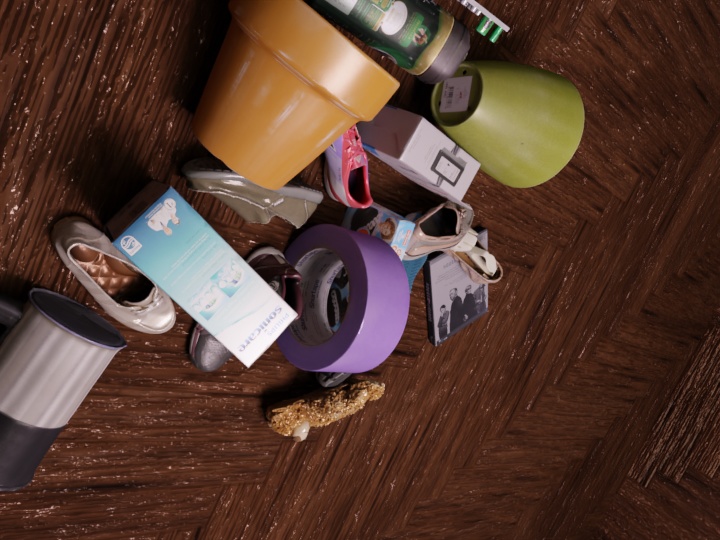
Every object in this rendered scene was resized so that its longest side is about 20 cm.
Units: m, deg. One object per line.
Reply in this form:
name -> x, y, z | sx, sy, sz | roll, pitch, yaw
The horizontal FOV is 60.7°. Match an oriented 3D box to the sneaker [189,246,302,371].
sneaker -> -0.149, 0.069, 0.832 | 0.076, 0.115, 0.200 | 32, 90, -47

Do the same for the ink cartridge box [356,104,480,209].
ink cartridge box -> 0.094, -0.169, 0.915 | 0.200, 0.116, 0.068 | 24, 97, -47

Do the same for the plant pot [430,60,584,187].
plant pot -> 0.201, -0.234, 0.920 | 0.200, 0.187, 0.188 | 6, 109, -44

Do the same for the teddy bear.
teddy bear -> -0.052, 0.227, 1.008 | 0.200, 0.145, 0.067 | -13, 87, -42

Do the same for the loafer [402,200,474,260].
loafer -> 0.129, -0.070, 0.963 | 0.200, 0.072, 0.063 | -27, 173, -44

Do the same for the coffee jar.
coffee jar -> 0.035, -0.308, 0.744 | 0.200, 0.104, 0.085 | 26, 107, -24

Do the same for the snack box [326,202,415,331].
snack box -> 0.000, 0.000, 0.926 | 0.037, 0.116, 0.201 | 7, 108, -44

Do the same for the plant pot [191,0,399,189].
plant pot -> -0.088, -0.200, 0.695 | 0.200, 0.200, 0.183 | 23, 112, -46

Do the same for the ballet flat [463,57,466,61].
ballet flat -> 0.079, -0.330, 0.847 | 0.200, 0.072, 0.072 | 7, 108, -43

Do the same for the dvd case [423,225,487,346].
dvd case -> 0.186, 0.031, 1.178 | 0.150, 0.025, 0.201 | -28, 128, -27

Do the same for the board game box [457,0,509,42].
board game box -> 0.059, -0.357, 0.724 | 0.200, 0.200, 0.026 | 12, 124, -44

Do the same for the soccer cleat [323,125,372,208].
soccer cleat -> -0.023, -0.176, 0.836 | 0.068, 0.073, 0.201 | -31, 131, -25

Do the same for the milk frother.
milk frother -> -0.357, 0.130, 0.623 | 0.180, 0.200, 0.188 | 36, 87, -43

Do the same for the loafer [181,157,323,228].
loafer -> -0.135, -0.091, 0.783 | 0.200, 0.075, 0.070 | 9, 107, -41

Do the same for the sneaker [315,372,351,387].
sneaker -> 0.010, 0.129, 1.040 | 0.200, 0.075, 0.079 | -44, 137, -14

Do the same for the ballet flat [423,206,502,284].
ballet flat -> 0.189, -0.043, 1.079 | 0.200, 0.067, 0.068 | 39, 76, -33

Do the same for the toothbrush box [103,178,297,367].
toothbrush box -> -0.183, -0.001, 0.700 | 0.085, 0.146, 0.200 | -47, 116, -10

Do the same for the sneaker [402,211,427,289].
sneaker -> 0.051, -0.011, 1.001 | 0.077, 0.081, 0.201 | 46, 61, -44

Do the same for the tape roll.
tape roll -> -0.033, 0.041, 0.860 | 0.085, 0.200, 0.201 | 13, 104, -44

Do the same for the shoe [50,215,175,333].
shoe -> -0.285, 0.019, 0.728 | 0.070, 0.053, 0.200 | -45, 135, -13
